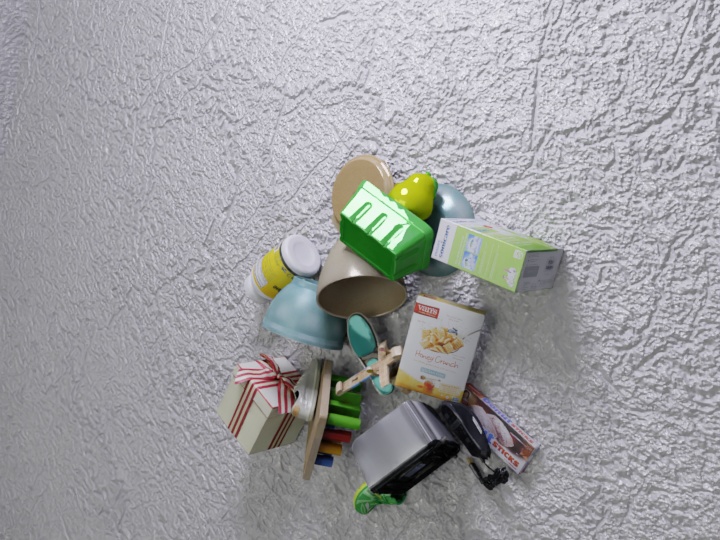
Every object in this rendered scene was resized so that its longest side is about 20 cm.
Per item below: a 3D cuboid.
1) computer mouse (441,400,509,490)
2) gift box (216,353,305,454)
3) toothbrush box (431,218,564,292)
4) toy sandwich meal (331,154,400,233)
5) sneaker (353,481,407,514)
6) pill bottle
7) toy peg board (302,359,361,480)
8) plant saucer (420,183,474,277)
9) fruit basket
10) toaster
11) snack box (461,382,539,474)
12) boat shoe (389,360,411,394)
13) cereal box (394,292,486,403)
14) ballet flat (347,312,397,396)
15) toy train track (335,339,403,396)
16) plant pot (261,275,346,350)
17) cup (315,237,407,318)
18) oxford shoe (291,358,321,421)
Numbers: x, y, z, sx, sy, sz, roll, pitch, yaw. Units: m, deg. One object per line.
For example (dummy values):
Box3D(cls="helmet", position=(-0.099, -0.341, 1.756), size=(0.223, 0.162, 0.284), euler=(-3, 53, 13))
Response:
Box3D(cls="computer mouse", position=(0.233, 0.351, 1.558), size=(0.200, 0.046, 0.141), euler=(52, 160, 21))
Box3D(cls="gift box", position=(-0.234, 0.330, 1.901), size=(0.184, 0.200, 0.187), euler=(41, 116, 27))
Box3D(cls="toothbrush box", position=(0.262, -0.033, 1.471), size=(0.200, 0.145, 0.086), euler=(24, 108, 39))
Box3D(cls="toy sandwich meal", position=(0.013, -0.162, 1.745), size=(0.205, 0.070, 0.206), euler=(-3, 85, 40))
Box3D(cls="sneaker", position=(0.053, 0.501, 1.729), size=(0.200, 0.074, 0.084), euler=(-51, 56, 31))
Box3D(cls="pill bottle", position=(-0.200, 0.004, 1.908), size=(0.200, 0.112, 0.113), euler=(-35, 69, 38))
Box3D(cls="toy peg board", position=(-0.061, 0.351, 1.773), size=(0.200, 0.097, 0.200), euler=(-87, 10, -59))
Box3D(cls="plant saucer", position=(0.153, -0.086, 1.638), size=(0.200, 0.039, 0.202), euler=(3, 94, 41))
Box3D(cls="fruit basket", position=(0.080, -0.108, 1.598), size=(0.216, 0.215, 0.156), euler=(49, 155, 29))
Box3D(cls="toaster", position=(0.101, 0.368, 1.588), size=(0.200, 0.181, 0.119), euler=(-39, 63, 11))
Box3D(cls="snack box", position=(0.269, 0.318, 1.560), size=(0.200, 0.024, 0.072), euler=(41, 119, 33))
Box3D(cls="boat shoe", position=(0.147, 0.190, 1.645), size=(0.065, 0.071, 0.200), euler=(43, 116, -8))
Box3D(cls="cereal box", position=(0.162, 0.159, 1.566), size=(0.143, 0.040, 0.201), euler=(15, 104, 10))
Box3D(cls="ballet flat", position=(0.029, 0.187, 1.730), size=(0.069, 0.069, 0.201), euler=(-30, 84, 38))
Box3D(cls="toy train track", position=(0.011, 0.215, 1.658), size=(0.200, 0.032, 0.115), euler=(-37, 37, 30))
Box3D(cls="plant pot", position=(-0.117, 0.091, 1.796), size=(0.200, 0.200, 0.135), euler=(19, 92, 40))
Box3D(cls="cup", position=(0.000, 0.000, 1.698), size=(0.200, 0.200, 0.144), euler=(-30, 50, 38))
Box3D(cls="oxford shoe", position=(-0.128, 0.276, 1.823), size=(0.057, 0.200, 0.075), euler=(10, 123, -2))
